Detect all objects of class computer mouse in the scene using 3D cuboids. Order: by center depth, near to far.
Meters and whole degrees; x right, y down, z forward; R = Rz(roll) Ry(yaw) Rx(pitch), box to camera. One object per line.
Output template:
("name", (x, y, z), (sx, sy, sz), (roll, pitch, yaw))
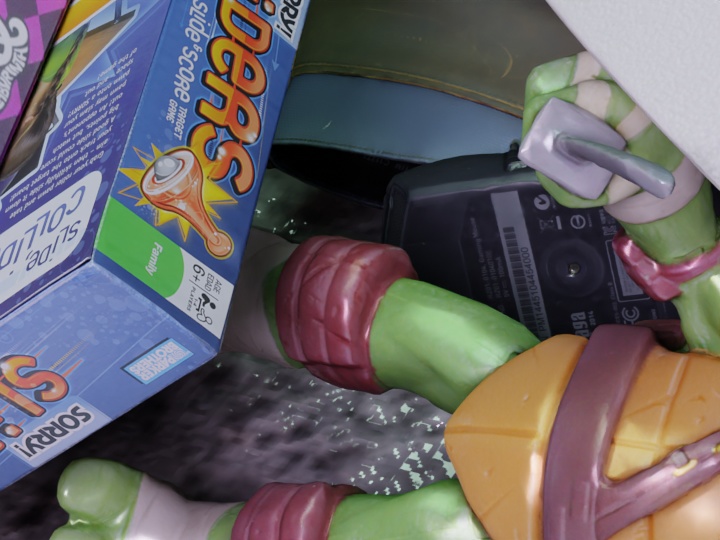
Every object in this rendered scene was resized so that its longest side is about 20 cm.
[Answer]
("computer mouse", (0.000, 0.000, 0.730), (0.200, 0.059, 0.034), (-4, 22, 19))

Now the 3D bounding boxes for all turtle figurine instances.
("turtle figurine", (0.014, 0.032, 0.598), (0.194, 0.144, 0.200), (4, 21, 36))

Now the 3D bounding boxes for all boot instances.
("boot", (0.069, -0.038, 0.760), (0.200, 0.075, 0.097), (23, 77, 23))

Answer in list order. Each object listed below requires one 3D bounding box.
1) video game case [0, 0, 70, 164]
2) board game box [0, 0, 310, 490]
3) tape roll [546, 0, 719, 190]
("video game case", (-0.149, -0.016, 0.675), (0.181, 0.036, 0.200), (-18, 41, 38))
("board game box", (-0.094, 0.000, 0.671), (0.200, 0.034, 0.136), (-32, 32, 39))
("tape roll", (0.113, -0.016, 0.606), (0.037, 0.203, 0.203), (-47, 39, 12))
